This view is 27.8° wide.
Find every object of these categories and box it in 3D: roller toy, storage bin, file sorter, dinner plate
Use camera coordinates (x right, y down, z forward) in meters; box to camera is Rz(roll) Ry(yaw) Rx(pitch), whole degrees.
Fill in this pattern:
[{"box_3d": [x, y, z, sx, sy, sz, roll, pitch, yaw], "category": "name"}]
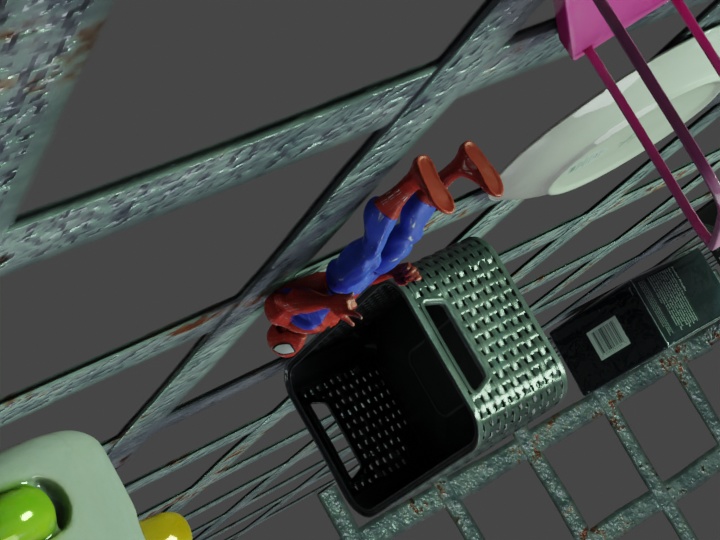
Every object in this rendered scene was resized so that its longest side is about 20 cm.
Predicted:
[{"box_3d": [-0.212, 0.197, 0.879, 0.182, 0.141, 0.200, -33, 170, 18], "category": "roller toy"}, {"box_3d": [0.043, 0.082, 1.072, 0.093, 0.136, 0.200, -23, 168, -34], "category": "storage bin"}, {"box_3d": [0.194, -0.114, 0.591, 0.199, 0.126, 0.139, -32, 170, 6], "category": "file sorter"}, {"box_3d": [0.170, -0.093, 0.928, 0.199, 0.024, 0.200, -29, 169, -6], "category": "dinner plate"}]

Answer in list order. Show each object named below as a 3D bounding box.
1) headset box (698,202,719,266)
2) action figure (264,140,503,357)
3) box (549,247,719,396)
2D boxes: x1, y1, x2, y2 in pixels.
[{"box_3d": [0.546, -0.049, 1.889, 0.199, 0.149, 0.075, -22, 167, -38], "category": "headset box"}, {"box_3d": [0.000, 0.000, 0.819, 0.065, 0.052, 0.200, -27, 172, -43], "category": "action figure"}, {"box_3d": [0.439, 0.079, 2.276, 0.197, 0.124, 0.200, -20, 167, -43], "category": "box"}]
